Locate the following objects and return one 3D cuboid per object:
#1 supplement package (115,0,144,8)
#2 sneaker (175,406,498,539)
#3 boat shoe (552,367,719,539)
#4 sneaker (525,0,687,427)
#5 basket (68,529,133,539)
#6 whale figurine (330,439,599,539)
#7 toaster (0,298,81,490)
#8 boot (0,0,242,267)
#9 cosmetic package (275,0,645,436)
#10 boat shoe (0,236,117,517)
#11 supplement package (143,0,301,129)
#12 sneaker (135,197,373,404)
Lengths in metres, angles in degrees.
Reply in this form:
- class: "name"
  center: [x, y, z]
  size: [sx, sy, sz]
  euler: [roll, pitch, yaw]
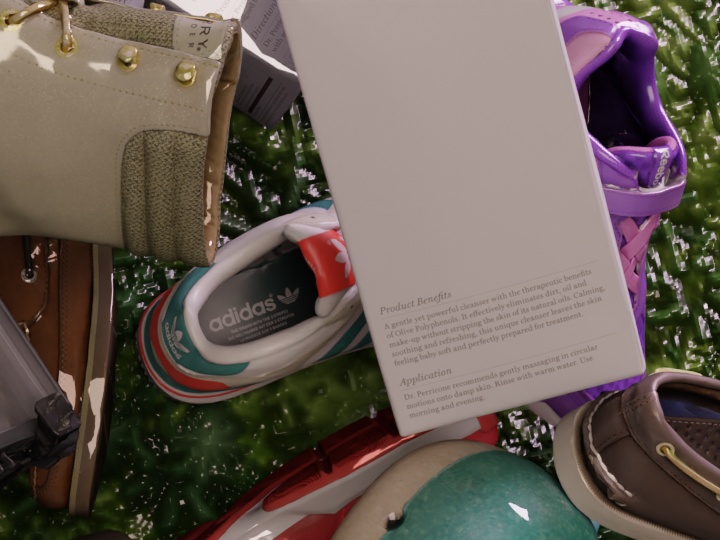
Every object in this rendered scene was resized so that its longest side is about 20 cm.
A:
- class: "supplement package"
  center: [-0.191, -0.136, 0.990]
  size: [0.199, 0.118, 0.117]
  euler: [20, 40, 5]
- class: "sneaker"
  center: [-0.009, 0.142, 1.105]
  size: [0.200, 0.078, 0.116]
  euler: [-30, 97, -1]
- class: "boat shoe"
  center: [0.175, 0.088, 1.045]
  size: [0.200, 0.060, 0.072]
  euler: [19, 53, -28]
- class: "sneaker"
  center: [0.102, -0.026, 1.100]
  size: [0.080, 0.088, 0.201]
  euler: [-14, 100, -43]
- class: "basket"
  center: [-0.167, 0.186, 0.977]
  size: [0.200, 0.180, 0.136]
  euler: [-20, 124, -25]
- class: "whale figurine"
  center: [0.061, 0.160, 1.051]
  size: [0.159, 0.104, 0.200]
  euler: [-51, 137, -18]
- class: "toaster"
  center: [-0.205, 0.055, 1.019]
  size: [0.114, 0.200, 0.129]
  euler: [-25, 80, -47]
- class: "boot"
  center: [-0.118, -0.096, 0.876]
  size: [0.154, 0.072, 0.201]
  euler: [6, 118, 10]
- class: "cosmetic package"
  center: [0.039, -0.048, 1.016]
  size: [0.107, 0.085, 0.201]
  euler: [-13, 102, 4]
- class: "boat shoe"
  center: [-0.138, 0.008, 1.098]
  size: [0.068, 0.072, 0.201]
  euler: [3, 72, -6]
- class: "supplement package"
  center: [-0.089, -0.167, 1.103]
  size: [0.200, 0.114, 0.110]
  euler: [32, 79, -5]
- class: "sneaker"
  center: [-0.001, 0.000, 1.105]
  size: [0.199, 0.093, 0.071]
  euler: [-23, 87, -13]
